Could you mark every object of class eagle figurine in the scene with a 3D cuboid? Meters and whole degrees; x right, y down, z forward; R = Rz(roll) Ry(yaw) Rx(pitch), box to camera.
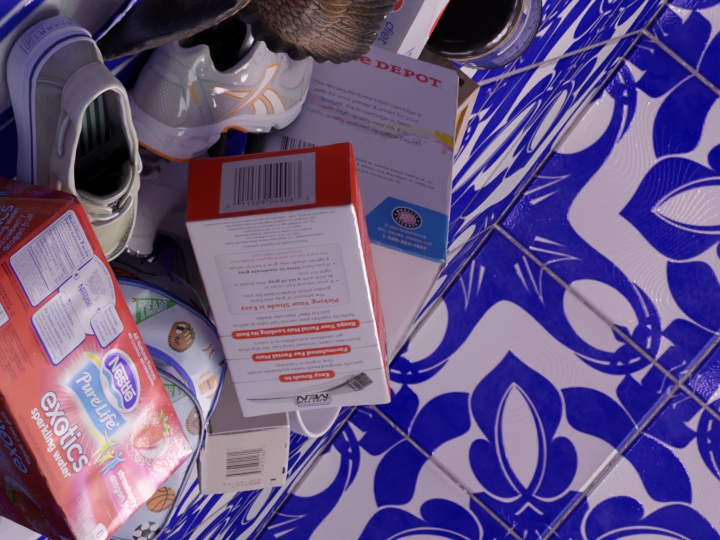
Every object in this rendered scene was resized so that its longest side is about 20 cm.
[{"bbox_3d":[-0.048,-0.180,0.884,0.151,0.150,0.201,-73,-170,-57],"label":"eagle figurine"}]

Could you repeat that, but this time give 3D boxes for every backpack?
[{"bbox_3d":[-0.187,0.084,1.096,0.154,0.198,0.192,33,-78,60],"label":"backpack"}]

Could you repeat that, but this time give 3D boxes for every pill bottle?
[{"bbox_3d":[0.107,-0.242,1.422,0.112,0.112,0.200,-51,170,11],"label":"pill bottle"}]

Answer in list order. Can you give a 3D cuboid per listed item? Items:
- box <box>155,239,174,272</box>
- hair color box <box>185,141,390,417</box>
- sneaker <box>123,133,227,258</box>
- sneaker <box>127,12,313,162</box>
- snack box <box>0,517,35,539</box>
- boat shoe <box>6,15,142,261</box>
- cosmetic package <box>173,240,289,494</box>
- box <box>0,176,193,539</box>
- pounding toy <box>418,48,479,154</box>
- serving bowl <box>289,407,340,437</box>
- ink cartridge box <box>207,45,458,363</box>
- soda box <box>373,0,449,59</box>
[{"bbox_3d":[-0.135,-0.015,1.397,0.201,0.039,0.137,-54,171,21],"label":"box"},{"bbox_3d":[-0.045,0.011,1.059,0.201,0.109,0.064,80,6,-45],"label":"hair color box"},{"bbox_3d":[-0.152,-0.063,1.085,0.200,0.074,0.088,-30,142,-72],"label":"sneaker"},{"bbox_3d":[-0.079,-0.142,1.053,0.200,0.075,0.092,-39,162,-56],"label":"sneaker"},{"bbox_3d":[-0.300,0.192,1.211,0.141,0.053,0.200,-22,-174,29],"label":"snack box"},{"bbox_3d":[-0.160,-0.057,0.902,0.072,0.062,0.201,-32,152,-18],"label":"boat shoe"},{"bbox_3d":[-0.104,0.064,1.243,0.072,0.202,0.104,-6,146,-9],"label":"cosmetic package"},{"bbox_3d":[-0.191,0.056,0.919,0.100,0.095,0.202,-44,130,-32],"label":"box"},{"bbox_3d":[0.028,-0.108,1.484,0.184,0.142,0.200,-47,171,-17],"label":"pounding toy"},{"bbox_3d":[-0.057,0.048,1.427,0.200,0.065,0.203,7,90,-73],"label":"serving bowl"},{"bbox_3d":[-0.019,-0.057,1.185,0.145,0.145,0.202,116,-14,-47],"label":"ink cartridge box"},{"bbox_3d":[0.028,-0.217,1.290,0.068,0.063,0.201,-42,168,-42],"label":"soda box"}]
